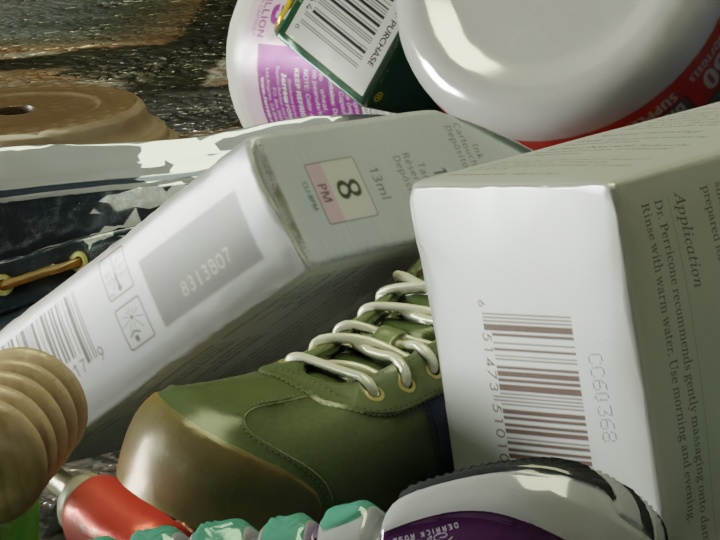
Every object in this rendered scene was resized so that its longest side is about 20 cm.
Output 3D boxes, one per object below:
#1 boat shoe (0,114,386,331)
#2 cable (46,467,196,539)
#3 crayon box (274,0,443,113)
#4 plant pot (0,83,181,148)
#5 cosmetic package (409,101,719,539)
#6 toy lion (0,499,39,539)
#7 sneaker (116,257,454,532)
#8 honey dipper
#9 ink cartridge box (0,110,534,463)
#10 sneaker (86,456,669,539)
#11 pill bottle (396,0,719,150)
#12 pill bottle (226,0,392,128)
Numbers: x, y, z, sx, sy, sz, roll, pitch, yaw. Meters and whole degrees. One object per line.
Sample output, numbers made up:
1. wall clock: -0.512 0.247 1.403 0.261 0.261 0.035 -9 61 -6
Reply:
1. boat shoe: -0.049 0.001 0.932 0.200 0.091 0.071 -6 -14 -11
2. cable: -0.022 0.085 0.689 0.097 0.050 0.200 -3 12 -32
3. crayon box: 0.083 -0.147 0.961 0.058 0.200 0.173 41 21 33
4. plant pot: -0.131 -0.019 1.028 0.201 0.093 0.201 -3 14 1
5. cosmetic package: 0.119 0.009 0.683 0.200 0.113 0.081 -14 10 -37
6. toy lion: -0.169 0.083 0.741 0.192 0.069 0.200 -5 14 -37
7. sneaker: 0.014 0.026 0.719 0.067 0.090 0.200 27 10 32
8. honey dipper: -0.111 0.067 0.655 0.038 0.038 0.200 -1 17 10
9. ink cartridge box: 0.000 0.000 0.837 0.200 0.057 0.163 -16 -13 -44
10. sneaker: -0.024 0.106 0.602 0.200 0.088 0.074 -18 -34 27
11. pill bottle: 0.103 -0.063 0.908 0.116 0.116 0.200 6 -18 30
12. pill bottle: 0.044 -0.097 1.233 0.200 0.112 0.112 8 19 38
